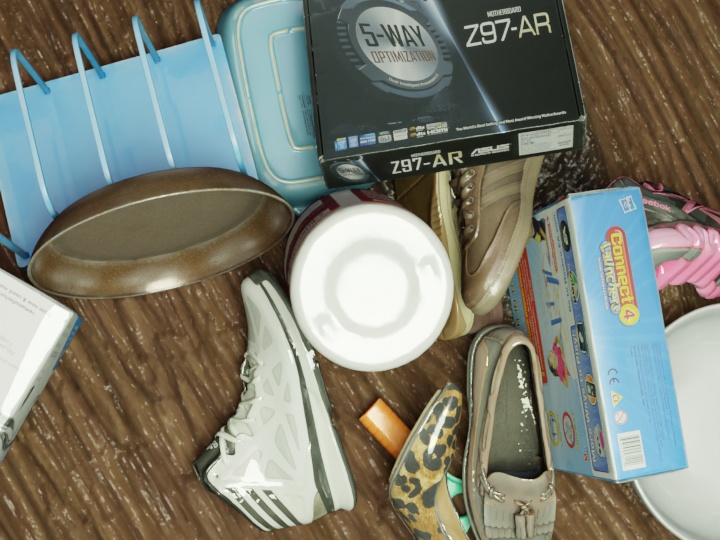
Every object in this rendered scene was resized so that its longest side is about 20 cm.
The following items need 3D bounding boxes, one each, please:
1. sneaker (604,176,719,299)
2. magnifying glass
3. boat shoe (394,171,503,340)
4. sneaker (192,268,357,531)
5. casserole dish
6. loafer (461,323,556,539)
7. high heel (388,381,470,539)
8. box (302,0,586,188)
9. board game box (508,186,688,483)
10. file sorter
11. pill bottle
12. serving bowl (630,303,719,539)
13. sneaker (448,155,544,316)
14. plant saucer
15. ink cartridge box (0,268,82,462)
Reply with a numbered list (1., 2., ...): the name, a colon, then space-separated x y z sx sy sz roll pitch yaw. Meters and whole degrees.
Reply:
1. sneaker: 0.259 -0.034 1.052 0.079 0.199 0.096 -48 56 29
2. magnifying glass: 0.075 0.184 1.062 0.080 0.022 0.200 -44 91 -9
3. boat shoe: 0.079 -0.047 1.066 0.071 0.072 0.203 -6 81 -28
4. sneaker: -0.083 0.108 1.014 0.114 0.076 0.203 -19 95 -10
5. casserole dish: -0.049 -0.144 1.067 0.119 0.039 0.203 -12 87 -8
6. loafer: 0.118 0.144 1.024 0.071 0.063 0.203 -5 92 -11
7. high heel: 0.087 0.192 1.003 0.141 0.071 0.202 22 112 12
8. box: 0.060 -0.155 0.994 0.197 0.044 0.162 -8 64 4
9. board game box: 0.170 0.051 0.999 0.055 0.196 0.203 -8 86 -9
10. file sorter: -0.189 -0.104 0.983 0.197 0.123 0.141 -16 79 -1
11. pill bottle: 0.000 0.000 0.971 0.112 0.200 0.116 -1 98 -4
12. serving bowl: 0.299 0.129 1.075 0.197 0.066 0.203 1 84 -7
13. sneaker: 0.095 -0.064 1.013 0.075 0.071 0.202 20 68 -6
14. plant saucer: -0.148 -0.029 0.966 0.198 0.200 0.032 -15 73 -9
15. ink cartridge box: -0.290 0.099 0.957 0.085 0.146 0.202 28 82 -6
